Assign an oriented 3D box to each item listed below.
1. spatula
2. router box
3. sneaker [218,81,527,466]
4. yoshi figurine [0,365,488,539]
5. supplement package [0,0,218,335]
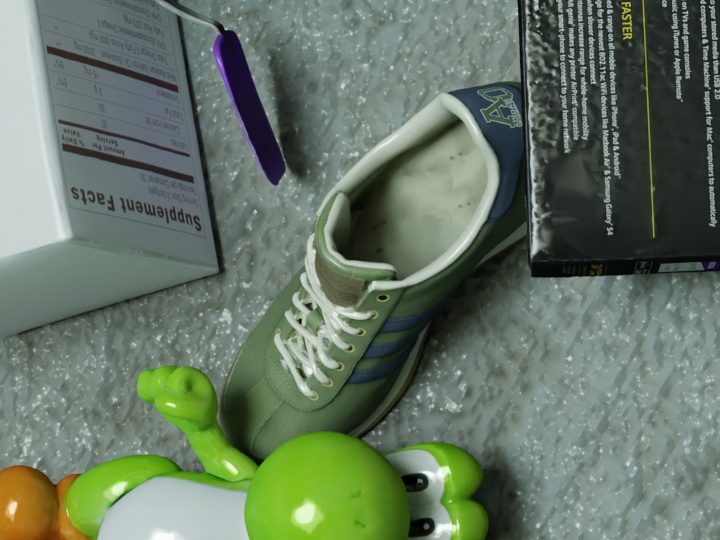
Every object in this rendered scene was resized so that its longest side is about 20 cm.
[{"bbox_3d":[-0.085,-0.119,1.083,0.021,0.057,0.200,-36,98,12],"label":"spatula"},{"bbox_3d":[0.130,-0.101,0.980,0.149,0.051,0.201,-2,84,3],"label":"router box"},{"bbox_3d":[0.000,0.000,1.051,0.200,0.090,0.067,-46,67,18],"label":"sneaker"},{"bbox_3d":[-0.054,0.099,1.040,0.199,0.112,0.113,-13,116,21],"label":"yoshi figurine"},{"bbox_3d":[-0.149,-0.086,1.127,0.117,0.117,0.201,-16,77,26],"label":"supplement package"}]
